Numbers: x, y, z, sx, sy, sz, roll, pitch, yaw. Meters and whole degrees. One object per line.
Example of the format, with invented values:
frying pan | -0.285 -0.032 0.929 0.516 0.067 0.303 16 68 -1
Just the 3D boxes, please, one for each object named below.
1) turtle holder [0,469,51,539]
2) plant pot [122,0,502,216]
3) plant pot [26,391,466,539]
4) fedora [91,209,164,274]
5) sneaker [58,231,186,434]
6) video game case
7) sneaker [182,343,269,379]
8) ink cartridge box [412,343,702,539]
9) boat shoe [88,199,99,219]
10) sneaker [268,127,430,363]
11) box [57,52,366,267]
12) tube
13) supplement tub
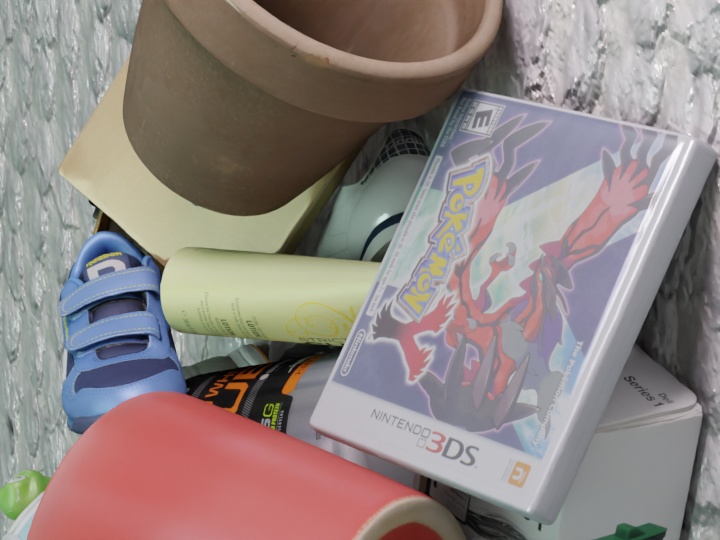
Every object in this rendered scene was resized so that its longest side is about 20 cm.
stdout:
turtle holder | -0.198 0.203 1.890 0.186 0.131 0.141 67 150 25
plant pot | -0.049 -0.125 1.407 0.175 0.200 0.201 -53 50 41
plant pot | -0.050 0.172 1.331 0.177 0.200 0.201 7 105 36
fedora | -0.103 -0.030 1.661 0.082 0.201 0.201 22 125 15
sneaker | -0.144 0.038 1.510 0.200 0.074 0.083 -120 22 -70
video game case | 0.072 0.012 1.296 0.182 0.023 0.200 17 80 51
sneaker | -0.115 0.142 1.756 0.076 0.092 0.201 45 136 50
ink cartridge box | 0.095 0.130 1.353 0.146 0.084 0.201 42 133 51
boat shoe | -0.166 -0.045 1.840 0.069 0.056 0.201 34 127 56
sneaker | 0.000 0.000 1.529 0.200 0.076 0.081 -50 46 46
box | -0.074 -0.094 1.530 0.163 0.021 0.200 40 104 24
tube | -0.018 0.017 1.444 0.199 0.058 0.052 4 97 29
supplement tub | -0.046 0.115 1.514 0.200 0.122 0.123 -11 87 38
